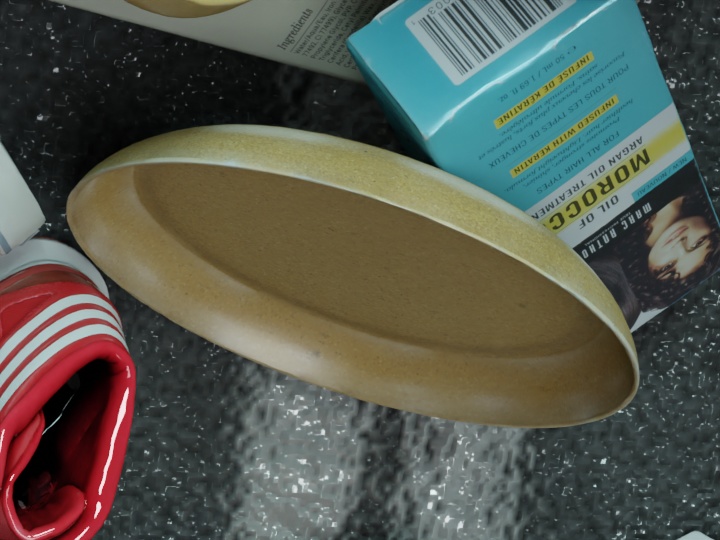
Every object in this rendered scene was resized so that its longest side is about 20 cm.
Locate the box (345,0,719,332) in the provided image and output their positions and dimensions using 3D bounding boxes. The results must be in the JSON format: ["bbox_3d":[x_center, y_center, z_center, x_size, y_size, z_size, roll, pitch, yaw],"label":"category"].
[{"bbox_3d":[0.065,-0.038,0.990,0.082,0.049,0.200,-36,150,-1],"label":"box"}]

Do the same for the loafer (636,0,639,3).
[{"bbox_3d":[0.096,-0.152,0.958,0.070,0.070,0.200,-8,153,-41],"label":"loafer"}]

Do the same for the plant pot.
[{"bbox_3d":[0.000,0.000,0.977,0.200,0.200,0.027,27,69,-24],"label":"plant pot"}]

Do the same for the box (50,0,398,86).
[{"bbox_3d":[-0.053,-0.125,0.953,0.200,0.068,0.082,15,140,-22],"label":"box"}]

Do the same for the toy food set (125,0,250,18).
[{"bbox_3d":[-0.061,-0.181,0.883,0.049,0.198,0.200,-33,97,38],"label":"toy food set"}]

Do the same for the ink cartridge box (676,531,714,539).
[{"bbox_3d":[0.144,0.204,1.065,0.125,0.200,0.129,-26,115,-21],"label":"ink cartridge box"}]

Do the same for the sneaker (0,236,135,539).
[{"bbox_3d":[-0.155,0.080,0.983,0.078,0.116,0.200,38,94,-25],"label":"sneaker"}]

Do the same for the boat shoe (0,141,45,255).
[{"bbox_3d":[-0.181,-0.071,0.946,0.072,0.070,0.201,-37,118,-6],"label":"boat shoe"}]
